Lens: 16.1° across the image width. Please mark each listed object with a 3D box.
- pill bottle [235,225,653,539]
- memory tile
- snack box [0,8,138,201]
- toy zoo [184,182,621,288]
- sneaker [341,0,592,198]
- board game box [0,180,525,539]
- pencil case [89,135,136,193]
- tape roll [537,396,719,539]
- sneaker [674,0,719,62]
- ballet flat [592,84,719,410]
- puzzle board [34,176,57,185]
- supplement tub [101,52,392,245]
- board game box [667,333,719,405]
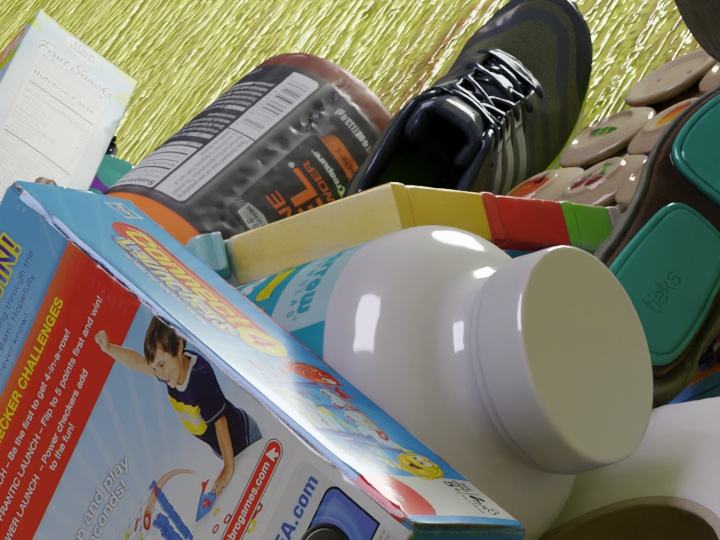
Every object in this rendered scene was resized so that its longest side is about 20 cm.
[{"bbox_3d":[-0.004,0.051,0.842,0.200,0.111,0.111,-19,28,37],"label":"pill bottle"},{"bbox_3d":[0.150,-0.063,1.094,0.153,0.017,0.200,-37,14,-27],"label":"memory tile"},{"bbox_3d":[-0.196,-0.004,1.188,0.169,0.068,0.200,-42,21,35],"label":"snack box"},{"bbox_3d":[0.000,0.000,0.978,0.131,0.021,0.200,-21,-13,31],"label":"toy zoo"},{"bbox_3d":[0.051,-0.060,1.167,0.200,0.074,0.081,-56,-9,-29],"label":"sneaker"},{"bbox_3d":[-0.072,0.107,0.784,0.196,0.056,0.200,39,110,36],"label":"board game box"},{"bbox_3d":[-0.149,0.018,1.294,0.092,0.085,0.200,-9,31,15],"label":"pencil case"},{"bbox_3d":[0.086,0.131,0.800,0.202,0.071,0.203,-29,24,14],"label":"tape roll"},{"bbox_3d":[0.212,-0.142,1.049,0.106,0.075,0.200,-34,12,-15],"label":"sneaker"},{"bbox_3d":[0.118,-0.009,0.933,0.200,0.067,0.064,-45,-5,-43],"label":"ballet flat"},{"bbox_3d":[-0.131,0.087,1.021,0.017,0.151,0.200,5,55,28],"label":"puzzle board"},{"bbox_3d":[-0.070,-0.010,1.197,0.107,0.107,0.200,-5,31,48],"label":"supplement tub"},{"bbox_3d":[0.128,0.023,0.988,0.199,0.037,0.151,-26,25,17],"label":"board game box"}]
